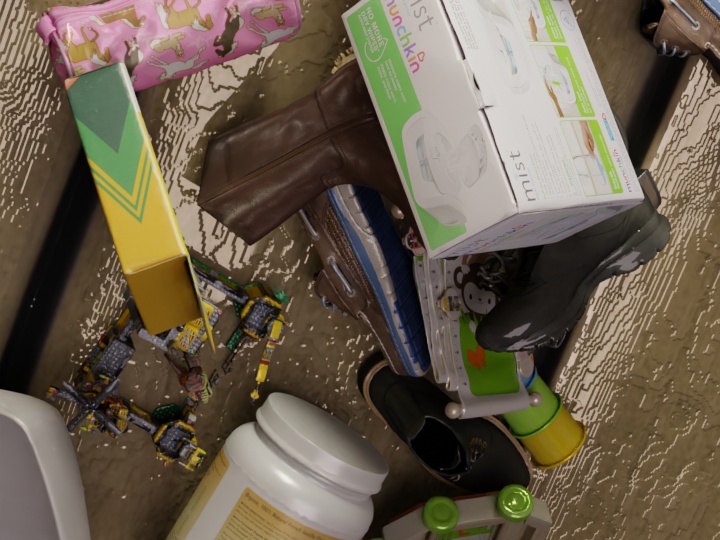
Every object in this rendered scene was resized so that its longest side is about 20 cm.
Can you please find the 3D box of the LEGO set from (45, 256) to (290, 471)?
[{"bbox_3d":[-0.148,0.078,1.415,0.154,0.116,0.200,41,95,-24],"label":"LEGO set"}]

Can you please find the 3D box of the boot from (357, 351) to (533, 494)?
[{"bbox_3d":[0.089,0.164,1.501,0.200,0.138,0.078,34,97,-25],"label":"boot"}]

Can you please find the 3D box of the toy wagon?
[{"bbox_3d":[0.070,0.244,1.539,0.199,0.040,0.156,-6,147,-13],"label":"toy wagon"}]

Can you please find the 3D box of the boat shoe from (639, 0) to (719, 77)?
[{"bbox_3d":[0.271,-0.219,1.460,0.072,0.072,0.200,-35,105,4],"label":"boat shoe"}]

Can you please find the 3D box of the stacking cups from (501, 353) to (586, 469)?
[{"bbox_3d":[0.128,0.087,1.528,0.060,0.061,0.200,-36,114,-1],"label":"stacking cups"}]

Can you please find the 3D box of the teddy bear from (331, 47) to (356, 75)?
[{"bbox_3d":[0.062,-0.117,1.410,0.199,0.067,0.145,36,63,-6],"label":"teddy bear"}]

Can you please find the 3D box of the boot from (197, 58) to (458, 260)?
[{"bbox_3d":[-0.030,-0.056,1.357,0.199,0.187,0.064,-27,159,23],"label":"boot"}]

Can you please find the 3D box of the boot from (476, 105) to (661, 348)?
[{"bbox_3d":[0.160,-0.052,1.460,0.174,0.069,0.200,-47,117,-13],"label":"boot"}]

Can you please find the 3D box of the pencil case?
[{"bbox_3d":[-0.148,-0.192,1.339,0.199,0.083,0.087,-21,101,-7],"label":"pencil case"}]

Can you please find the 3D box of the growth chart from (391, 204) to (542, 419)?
[{"bbox_3d":[0.095,0.031,1.464,0.144,0.018,0.201,-15,91,-48],"label":"growth chart"}]

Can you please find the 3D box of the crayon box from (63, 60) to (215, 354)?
[{"bbox_3d":[-0.164,-0.039,1.296,0.050,0.201,0.127,-19,157,-6],"label":"crayon box"}]

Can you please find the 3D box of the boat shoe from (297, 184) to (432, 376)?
[{"bbox_3d":[0.000,0.000,1.448,0.072,0.072,0.201,-17,100,25],"label":"boat shoe"}]

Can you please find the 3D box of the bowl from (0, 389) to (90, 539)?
[{"bbox_3d":[-0.302,0.177,1.394,0.198,0.075,0.201,6,115,28],"label":"bowl"}]

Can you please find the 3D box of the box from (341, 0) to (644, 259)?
[{"bbox_3d":[0.103,-0.123,1.298,0.176,0.096,0.201,-10,76,-49],"label":"box"}]

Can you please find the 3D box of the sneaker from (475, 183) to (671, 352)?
[{"bbox_3d":[0.161,-0.011,1.411,0.200,0.076,0.091,-41,113,-21],"label":"sneaker"}]

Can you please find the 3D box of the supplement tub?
[{"bbox_3d":[-0.077,0.220,1.471,0.144,0.144,0.201,28,100,-23],"label":"supplement tub"}]
